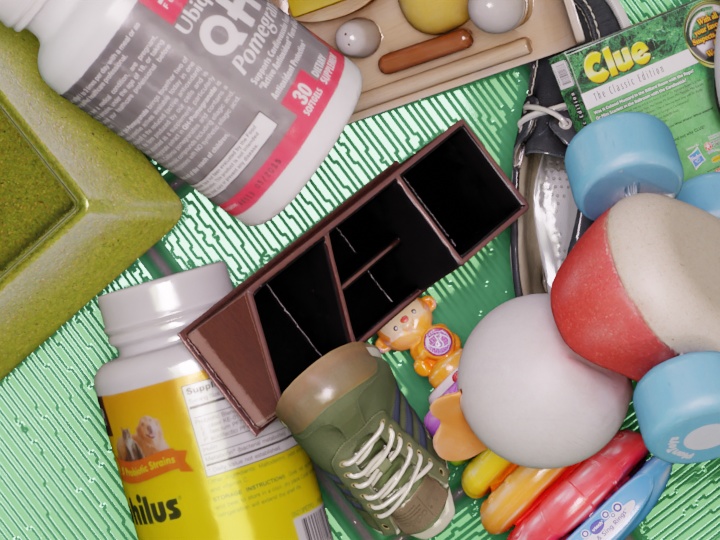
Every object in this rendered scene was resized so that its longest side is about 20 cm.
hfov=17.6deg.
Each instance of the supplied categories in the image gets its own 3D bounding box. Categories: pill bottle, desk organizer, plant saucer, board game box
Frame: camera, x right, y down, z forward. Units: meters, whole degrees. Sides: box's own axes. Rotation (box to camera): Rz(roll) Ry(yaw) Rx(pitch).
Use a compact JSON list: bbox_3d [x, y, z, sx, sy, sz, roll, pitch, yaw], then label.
[{"bbox_3d":[-0.107,-0.122,1.278,0.200,0.111,0.111,35,89,-15],"label":"pill bottle"},{"bbox_3d":[0.000,0.000,1.306,0.200,0.077,0.072,-40,93,-37],"label":"desk organizer"},{"bbox_3d":[-0.237,-0.045,1.324,0.200,0.048,0.200,-41,84,10],"label":"plant saucer"},{"bbox_3d":[0.210,-0.109,1.354,0.199,0.023,0.105,-23,96,-26],"label":"board game box"},{"bbox_3d":[-0.087,0.101,1.337,0.109,0.109,0.201,-16,91,-3],"label":"pill bottle"}]

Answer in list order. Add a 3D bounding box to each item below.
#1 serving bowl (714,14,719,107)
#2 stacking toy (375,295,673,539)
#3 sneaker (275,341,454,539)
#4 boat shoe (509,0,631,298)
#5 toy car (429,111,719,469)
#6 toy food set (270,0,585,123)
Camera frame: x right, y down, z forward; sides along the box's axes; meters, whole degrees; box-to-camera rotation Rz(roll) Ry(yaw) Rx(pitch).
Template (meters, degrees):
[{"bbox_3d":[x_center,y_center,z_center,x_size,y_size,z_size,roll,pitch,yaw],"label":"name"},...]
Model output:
[{"bbox_3d":[0.277,-0.108,1.335,0.199,0.066,0.201,6,78,-28],"label":"serving bowl"},{"bbox_3d":[0.081,0.087,1.360,0.116,0.110,0.200,-42,81,-2],"label":"stacking toy"},{"bbox_3d":[0.015,0.102,1.289,0.067,0.200,0.090,-40,74,-3],"label":"sneaker"},{"bbox_3d":[0.122,-0.067,1.356,0.060,0.075,0.201,-3,89,-42],"label":"boat shoe"},{"bbox_3d":[0.130,0.054,1.260,0.200,0.177,0.185,-32,53,28],"label":"toy car"},{"bbox_3d":[0.018,-0.169,1.338,0.199,0.060,0.144,-17,92,19],"label":"toy food set"}]
